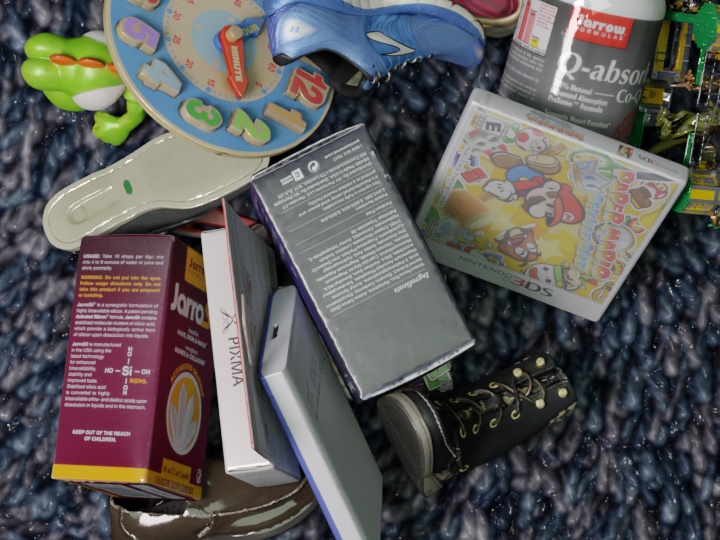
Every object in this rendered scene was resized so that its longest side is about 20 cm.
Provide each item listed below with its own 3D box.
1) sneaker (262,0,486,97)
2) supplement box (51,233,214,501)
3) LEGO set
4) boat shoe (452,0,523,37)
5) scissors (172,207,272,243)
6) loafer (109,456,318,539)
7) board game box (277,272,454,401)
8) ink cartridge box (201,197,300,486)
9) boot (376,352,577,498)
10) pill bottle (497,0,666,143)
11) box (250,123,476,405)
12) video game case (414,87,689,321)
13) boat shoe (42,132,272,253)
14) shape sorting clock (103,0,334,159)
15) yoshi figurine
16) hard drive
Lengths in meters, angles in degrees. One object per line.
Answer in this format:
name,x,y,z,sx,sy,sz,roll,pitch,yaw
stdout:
sneaker,0.010,-0.179,1.470,0.200,0.079,0.089,5,86,-28
supplement box,-0.177,0.080,1.492,0.086,0.110,0.200,0,76,19
LEGO set,0.301,-0.134,1.511,0.116,0.154,0.200,4,93,-20
boat shoe,0.050,-0.252,1.541,0.200,0.069,0.074,17,91,-3
scissors,-0.088,-0.025,1.575,0.200,0.014,0.073,15,89,-4
loafer,-0.120,0.189,1.539,0.200,0.073,0.071,-21,124,-1
board game box,-0.022,0.061,1.575,0.200,0.023,0.105,-5,90,-2
ink cartridge box,-0.095,0.061,1.456,0.045,0.176,0.200,-10,75,9
boot,0.098,0.111,1.499,0.154,0.204,0.074,-29,72,-5
pill bottle,0.182,-0.187,1.502,0.116,0.116,0.200,13,109,-2
box,0.000,0.000,1.490,0.104,0.148,0.200,-26,84,-4
video game case,0.147,-0.049,1.505,0.182,0.200,0.023,20,51,-3
boat shoe,-0.162,-0.065,1.526,0.200,0.068,0.072,-21,69,13
shape sorting clock,-0.107,-0.179,1.444,0.200,0.039,0.200,17,59,-30
yoshi figurine,-0.185,-0.158,1.537,0.200,0.112,0.112,11,49,-15
hard drive,-0.030,0.128,1.487,0.025,0.132,0.200,-17,117,12
